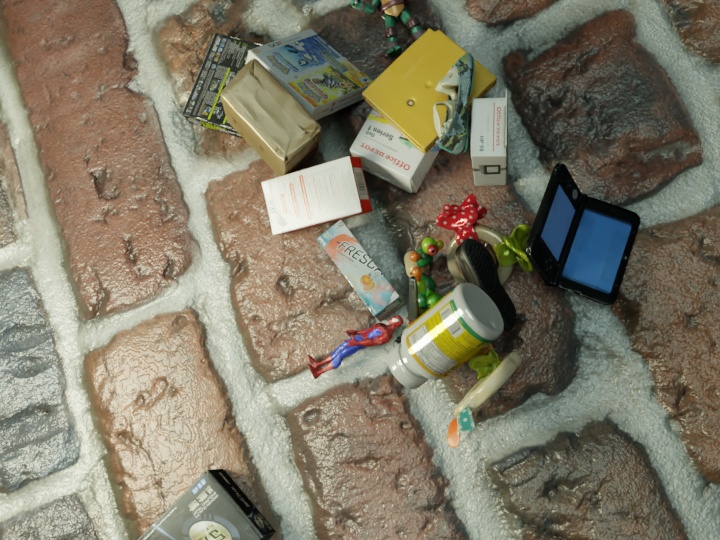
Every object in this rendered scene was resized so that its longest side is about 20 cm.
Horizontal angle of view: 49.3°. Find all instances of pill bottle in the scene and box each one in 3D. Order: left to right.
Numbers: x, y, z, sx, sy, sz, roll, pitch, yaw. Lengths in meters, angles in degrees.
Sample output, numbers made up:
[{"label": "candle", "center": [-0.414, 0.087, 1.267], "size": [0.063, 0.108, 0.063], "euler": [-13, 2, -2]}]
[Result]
[{"label": "pill bottle", "center": [0.142, 0.121, 1.368], "size": [0.200, 0.113, 0.113], "euler": [-42, 70, 28]}]

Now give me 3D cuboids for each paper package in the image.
[{"label": "paper package", "center": [-0.174, -0.289, 1.533], "size": [0.103, 0.200, 0.191], "euler": [-43, 90, -6]}]

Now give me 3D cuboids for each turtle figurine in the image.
[{"label": "turtle figurine", "center": [0.067, -0.554, 1.623], "size": [0.149, 0.101, 0.201], "euler": [-23, 89, 20]}]

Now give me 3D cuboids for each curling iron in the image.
[{"label": "curling iron", "center": [0.088, 0.088, 1.427], "size": [0.049, 0.201, 0.026], "euler": [24, 49, 21]}]

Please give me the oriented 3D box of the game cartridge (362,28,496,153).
[{"label": "game cartridge", "center": [0.132, -0.351, 1.512], "size": [0.200, 0.032, 0.176], "euler": [-44, 74, -6]}]

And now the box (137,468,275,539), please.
[{"label": "box", "center": [-0.289, 0.498, 1.453], "size": [0.200, 0.086, 0.164], "euler": [-44, 73, -1]}]

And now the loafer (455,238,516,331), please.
[{"label": "loafer", "center": [0.214, 0.033, 1.423], "size": [0.071, 0.201, 0.073], "euler": [-9, 30, 38]}]

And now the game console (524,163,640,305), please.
[{"label": "game console", "center": [0.404, -0.068, 1.416], "size": [0.116, 0.176, 0.201], "euler": [5, 62, 40]}]

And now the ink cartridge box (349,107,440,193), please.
[{"label": "ink cartridge box", "center": [0.090, -0.278, 1.560], "size": [0.144, 0.084, 0.201], "euler": [27, 83, 15]}]

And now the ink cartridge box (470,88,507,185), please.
[{"label": "ink cartridge box", "center": [0.241, -0.245, 1.461], "size": [0.066, 0.200, 0.117], "euler": [0, 76, 11]}]

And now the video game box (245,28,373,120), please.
[{"label": "video game box", "center": [-0.102, -0.401, 1.598], "size": [0.200, 0.047, 0.182], "euler": [43, 52, 17]}]

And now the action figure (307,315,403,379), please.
[{"label": "action figure", "center": [-0.008, 0.137, 1.493], "size": [0.199, 0.065, 0.052], "euler": [-26, 103, 4]}]

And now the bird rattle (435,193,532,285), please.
[{"label": "bird rattle", "center": [0.223, -0.037, 1.460], "size": [0.199, 0.113, 0.164], "euler": [24, 113, 6]}]

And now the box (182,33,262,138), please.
[{"label": "box", "center": [-0.272, -0.395, 1.682], "size": [0.159, 0.044, 0.201], "euler": [18, 81, 14]}]

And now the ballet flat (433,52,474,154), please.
[{"label": "ballet flat", "center": [0.169, -0.314, 1.439], "size": [0.074, 0.074, 0.201], "euler": [2, 74, 12]}]

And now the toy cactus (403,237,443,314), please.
[{"label": "toy cactus", "center": [0.125, 0.011, 1.461], "size": [0.102, 0.201, 0.165], "euler": [-17, 33, -5]}]

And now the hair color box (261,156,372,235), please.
[{"label": "hair color box", "center": [-0.087, -0.145, 1.541], "size": [0.199, 0.064, 0.112], "euler": [-13, 90, 22]}]

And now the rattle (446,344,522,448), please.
[{"label": "rattle", "center": [0.181, 0.191, 1.383], "size": [0.200, 0.130, 0.143], "euler": [-39, 98, -23]}]

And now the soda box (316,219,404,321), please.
[{"label": "soda box", "center": [0.000, 0.000, 1.520], "size": [0.063, 0.068, 0.200], "euler": [-38, 72, 1]}]
